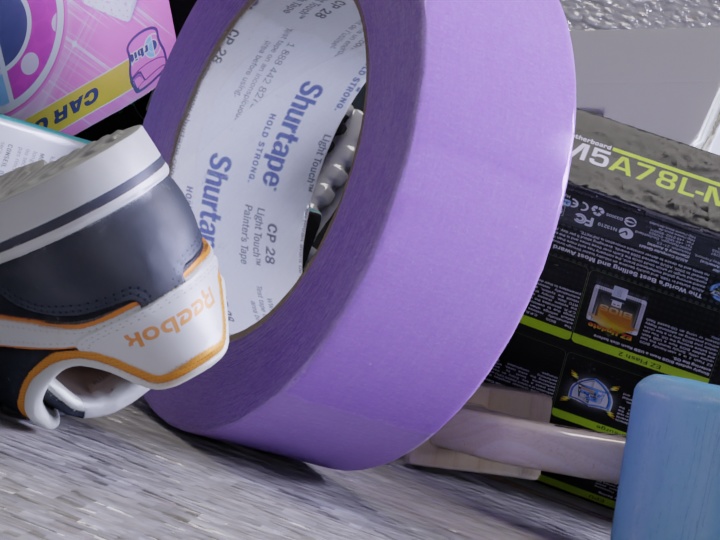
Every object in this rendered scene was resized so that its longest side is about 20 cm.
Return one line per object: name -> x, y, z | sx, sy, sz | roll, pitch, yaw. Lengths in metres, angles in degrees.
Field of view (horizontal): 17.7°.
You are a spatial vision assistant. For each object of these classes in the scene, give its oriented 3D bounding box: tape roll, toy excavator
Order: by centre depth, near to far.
tape roll -> -0.011, -0.033, 0.822 | 0.066, 0.200, 0.200 | 17, 4, -31
toy excavator -> 0.115, 0.072, 0.854 | 0.200, 0.100, 0.194 | 11, 1, 3

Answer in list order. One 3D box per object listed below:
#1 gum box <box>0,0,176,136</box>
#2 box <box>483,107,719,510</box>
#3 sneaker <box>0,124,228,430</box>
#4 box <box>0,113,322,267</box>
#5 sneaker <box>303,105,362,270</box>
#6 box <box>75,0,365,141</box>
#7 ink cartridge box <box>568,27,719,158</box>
gum box -> -0.163, -0.099, 0.919 | 0.066, 0.114, 0.200 | 22, 44, 39
box -> 0.123, 0.031, 0.938 | 0.200, 0.048, 0.193 | 19, -36, 9
sneaker -> -0.105, 0.009, 0.741 | 0.079, 0.078, 0.200 | 61, -22, -10
box -> -0.107, -0.010, 0.921 | 0.049, 0.082, 0.200 | 21, 3, 41
sneaker -> 0.000, 0.000, 1.066 | 0.081, 0.075, 0.200 | 9, -40, 50
box -> -0.084, -0.074, 1.082 | 0.124, 0.200, 0.149 | 20, 4, 26
ink cartridge box -> 0.118, -0.006, 1.005 | 0.147, 0.083, 0.200 | 3, -43, 30
